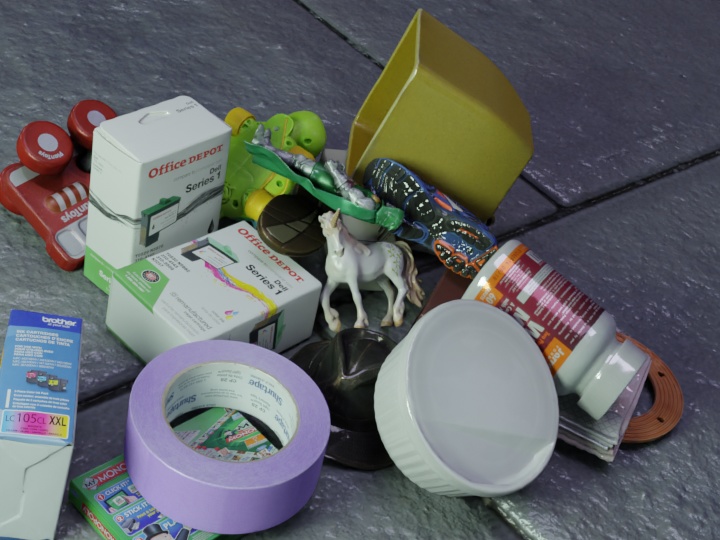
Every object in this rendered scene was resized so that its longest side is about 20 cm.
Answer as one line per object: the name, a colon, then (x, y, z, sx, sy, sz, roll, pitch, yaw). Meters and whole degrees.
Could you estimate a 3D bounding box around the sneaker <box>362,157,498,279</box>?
sneaker: (0.085, -0.063, 1.453, 0.199, 0.076, 0.078, 41, 19, 8)

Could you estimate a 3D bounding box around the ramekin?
ramekin: (0.103, 0.141, 1.258, 0.200, 0.094, 0.206, 14, 62, -28)

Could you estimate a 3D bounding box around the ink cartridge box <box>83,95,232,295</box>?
ink cartridge box: (-0.234, -0.080, 1.391, 0.084, 0.202, 0.145, 34, 41, 26)

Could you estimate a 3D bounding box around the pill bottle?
pill bottle: (0.213, 0.067, 1.340, 0.199, 0.110, 0.109, 40, 42, 12)

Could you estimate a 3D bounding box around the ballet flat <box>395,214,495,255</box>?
ballet flat: (0.109, -0.057, 1.604, 0.198, 0.071, 0.070, -24, 51, -39)

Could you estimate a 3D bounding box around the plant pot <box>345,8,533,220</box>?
plant pot: (0.110, -0.175, 1.548, 0.198, 0.197, 0.195, 27, 31, -13)

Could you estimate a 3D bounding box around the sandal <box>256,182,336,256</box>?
sandal: (-0.077, -0.058, 1.437, 0.081, 0.055, 0.200, 38, 25, -7)

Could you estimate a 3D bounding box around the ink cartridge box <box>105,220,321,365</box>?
ink cartridge box: (-0.163, 0.039, 1.360, 0.144, 0.085, 0.199, 38, 41, 27)

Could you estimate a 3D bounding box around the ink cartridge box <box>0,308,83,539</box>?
ink cartridge box: (-0.309, 0.134, 1.143, 0.075, 0.138, 0.201, 10, 36, -15)

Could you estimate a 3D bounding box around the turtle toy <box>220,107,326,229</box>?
turtle toy: (-0.121, -0.136, 1.565, 0.145, 0.101, 0.200, 35, 72, 24)

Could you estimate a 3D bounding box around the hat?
hat: (0.000, 0.118, 1.319, 0.197, 0.082, 0.202, 10, 38, -8)

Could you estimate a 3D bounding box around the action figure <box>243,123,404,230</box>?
action figure: (-0.037, -0.103, 1.407, 0.198, 0.055, 0.118, 31, 5, 6)

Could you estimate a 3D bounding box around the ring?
ring: (0.290, 0.135, 1.451, 0.197, 0.019, 0.202, 10, 37, -8)

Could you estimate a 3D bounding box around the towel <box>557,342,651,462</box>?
towel: (0.230, 0.117, 1.413, 0.198, 0.033, 0.191, 24, 38, 11)

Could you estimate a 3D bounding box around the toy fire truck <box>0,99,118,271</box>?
toy fire truck: (-0.336, -0.101, 1.480, 0.168, 0.112, 0.199, 49, 44, 5)

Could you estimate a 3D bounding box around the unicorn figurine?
unicorn figurine: (0.000, 0.000, 1.406, 0.073, 0.140, 0.199, -3, 1, 30)

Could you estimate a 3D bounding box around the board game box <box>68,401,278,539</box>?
board game box: (-0.165, 0.214, 1.181, 0.199, 0.029, 0.134, -24, 51, -40)

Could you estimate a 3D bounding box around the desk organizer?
desk organizer: (0.120, 0.042, 1.453, 0.076, 0.072, 0.201, 32, 38, 1)

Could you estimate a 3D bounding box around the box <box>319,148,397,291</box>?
box: (-0.011, -0.068, 1.556, 0.067, 0.083, 0.201, 4, 39, -17)

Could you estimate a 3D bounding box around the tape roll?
tape roll: (-0.131, 0.159, 1.186, 0.197, 0.066, 0.202, 9, 37, -7)
